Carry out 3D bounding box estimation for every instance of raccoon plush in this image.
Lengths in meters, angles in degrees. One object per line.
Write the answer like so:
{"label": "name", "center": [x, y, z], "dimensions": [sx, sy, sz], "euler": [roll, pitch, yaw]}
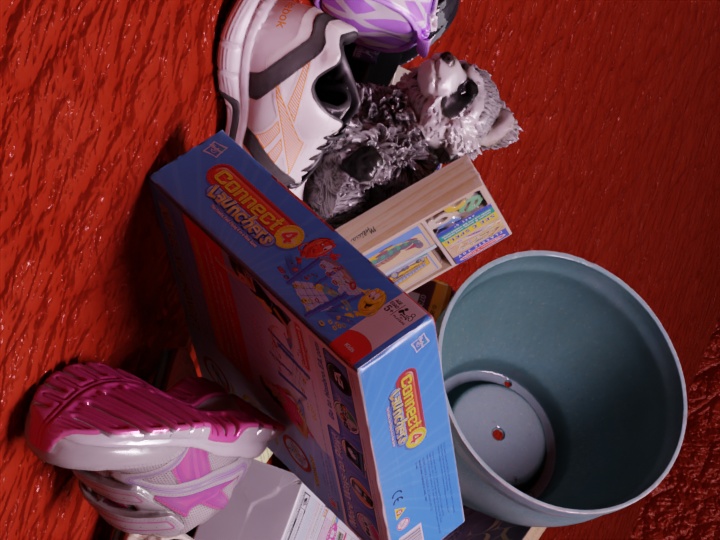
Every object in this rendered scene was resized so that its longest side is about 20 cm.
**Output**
{"label": "raccoon plush", "center": [0.016, -0.069, 1.642], "dimensions": [0.200, 0.134, 0.097], "euler": [-56, -132, 53]}

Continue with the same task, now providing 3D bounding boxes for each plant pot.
{"label": "plant pot", "center": [0.121, 0.104, 1.830], "dimensions": [0.134, 0.200, 0.201], "euler": [-46, -166, 56]}

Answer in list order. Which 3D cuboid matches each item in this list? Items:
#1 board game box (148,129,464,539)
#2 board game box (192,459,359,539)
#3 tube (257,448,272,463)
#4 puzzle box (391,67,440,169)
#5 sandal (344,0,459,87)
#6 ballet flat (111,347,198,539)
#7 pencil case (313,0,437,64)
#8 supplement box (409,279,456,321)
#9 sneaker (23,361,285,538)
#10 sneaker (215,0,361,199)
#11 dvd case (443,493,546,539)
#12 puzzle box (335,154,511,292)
{"label": "board game box", "center": [-0.030, 0.048, 1.451], "dimensions": [0.056, 0.196, 0.200], "euler": [-34, 144, -19]}
{"label": "board game box", "center": [-0.067, 0.219, 1.704], "dimensions": [0.200, 0.064, 0.148], "euler": [53, 57, -70]}
{"label": "tube", "center": [-0.058, 0.080, 1.726], "dimensions": [0.058, 0.052, 0.200], "euler": [42, 65, -30]}
{"label": "puzzle box", "center": [0.024, -0.078, 1.840], "dimensions": [0.200, 0.025, 0.134], "euler": [10, 93, -75]}
{"label": "sandal", "center": [0.027, -0.162, 1.702], "dimensions": [0.075, 0.048, 0.201], "euler": [3, -114, 65]}
{"label": "ballet flat", "center": [-0.119, 0.147, 1.524], "dimensions": [0.067, 0.062, 0.201], "euler": [-112, -141, -84]}
{"label": "pencil case", "center": [0.037, -0.239, 1.634], "dimensions": [0.084, 0.085, 0.201], "euler": [69, 39, -70]}
{"label": "supplement box", "center": [0.032, 0.069, 1.955], "dimensions": [0.200, 0.085, 0.111], "euler": [46, 62, -73]}
{"label": "sneaker", "center": [-0.122, 0.110, 1.407], "dimensions": [0.200, 0.081, 0.088], "euler": [13, 104, -57]}
{"label": "sneaker", "center": [-0.043, -0.084, 1.525], "dimensions": [0.200, 0.080, 0.074], "euler": [92, 19, -50]}
{"label": "dvd case", "center": [0.072, 0.208, 1.884], "dimensions": [0.016, 0.148, 0.200], "euler": [67, 26, -10]}
{"label": "puzzle box", "center": [0.000, 0.000, 1.632], "dimensions": [0.200, 0.025, 0.133], "euler": [-30, 164, 4]}
